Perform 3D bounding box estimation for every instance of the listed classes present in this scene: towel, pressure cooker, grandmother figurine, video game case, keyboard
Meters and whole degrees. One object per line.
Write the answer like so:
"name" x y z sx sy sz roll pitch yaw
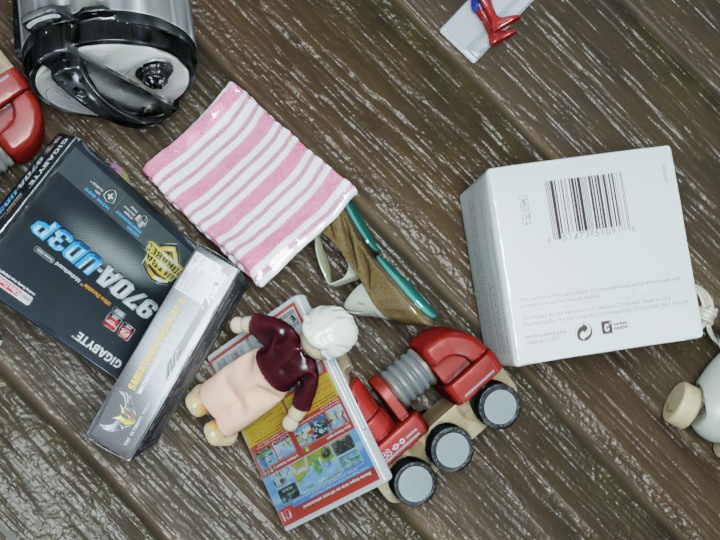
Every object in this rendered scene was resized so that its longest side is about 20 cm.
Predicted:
"towel" -0.120 -0.095 0.875 0.200 0.030 0.146 42 83 19
"pressure cooker" -0.253 -0.244 0.824 0.174 0.178 0.202 -5 77 -25
"grandmother figurine" -0.085 0.094 0.801 0.199 0.061 0.122 -33 97 26
"video game case" -0.067 0.145 0.835 0.142 0.017 0.201 -33 77 29
"keyboard" 0.177 -0.330 0.961 0.056 0.011 0.200 42 82 6

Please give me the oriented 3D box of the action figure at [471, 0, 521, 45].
"action figure" 0.144 -0.368 0.930 0.098 0.065 0.201 -27 83 -1

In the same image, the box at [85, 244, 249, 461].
"box" -0.183 0.080 0.815 0.048 0.158 0.201 30 83 -2

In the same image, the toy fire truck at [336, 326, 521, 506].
"toy fire truck" 0.037 0.110 0.860 0.176 0.129 0.201 -39 98 -7

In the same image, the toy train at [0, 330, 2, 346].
"toy train" -0.441 0.013 0.863 0.056 0.042 0.201 -31 87 -17

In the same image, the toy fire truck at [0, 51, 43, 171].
"toy fire truck" -0.385 -0.107 0.830 0.176 0.129 0.201 -40 99 -16

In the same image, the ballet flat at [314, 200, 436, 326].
"ballet flat" 0.000 0.000 0.864 0.072 0.068 0.201 -41 64 9

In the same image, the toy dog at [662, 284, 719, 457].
"toy dog" 0.408 0.107 0.887 0.130 0.096 0.202 8 84 -4

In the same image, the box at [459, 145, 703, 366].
"box" 0.224 -0.011 0.868 0.197 0.131 0.202 -8 85 -5

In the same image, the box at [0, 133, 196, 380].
"box" -0.263 -0.008 0.804 0.160 0.046 0.200 -56 134 -17

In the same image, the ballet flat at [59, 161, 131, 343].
"ballet flat" -0.283 -0.020 0.861 0.068 0.071 0.202 14 83 -7
